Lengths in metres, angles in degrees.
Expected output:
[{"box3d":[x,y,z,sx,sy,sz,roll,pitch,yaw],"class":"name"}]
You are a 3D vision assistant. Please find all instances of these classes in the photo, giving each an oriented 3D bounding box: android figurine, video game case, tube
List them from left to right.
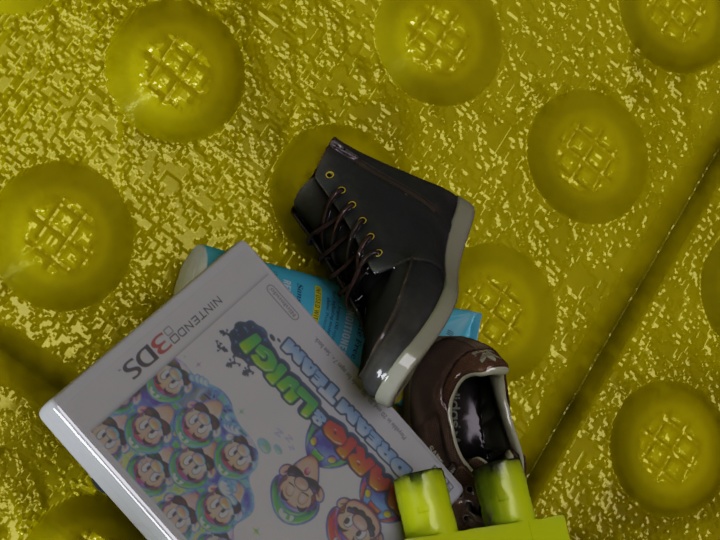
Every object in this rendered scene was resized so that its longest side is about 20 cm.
[{"box3d":[-0.055,0.103,1.177,0.200,0.024,0.182,48,46,-1],"class":"video game case"},{"box3d":[-0.017,0.037,1.292,0.199,0.050,0.078,18,78,-23],"class":"tube"},{"box3d":[0.079,0.207,1.181,0.181,0.041,0.201,-1,71,-38],"class":"android figurine"}]

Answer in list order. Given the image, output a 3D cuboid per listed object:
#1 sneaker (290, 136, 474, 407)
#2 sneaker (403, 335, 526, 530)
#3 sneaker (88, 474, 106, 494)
[{"box3d":[0.000,0.000,1.253,0.106,0.075,0.200,28,30,-7],"class":"sneaker"},{"box3d":[0.064,0.141,1.273,0.070,0.075,0.201,-9,96,-26],"class":"sneaker"},{"box3d":[-0.066,0.150,1.236,0.199,0.078,0.080,9,89,-12],"class":"sneaker"}]
